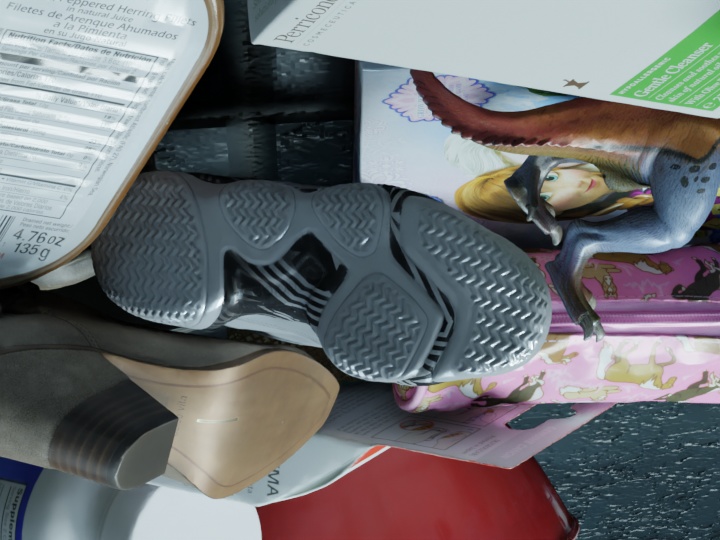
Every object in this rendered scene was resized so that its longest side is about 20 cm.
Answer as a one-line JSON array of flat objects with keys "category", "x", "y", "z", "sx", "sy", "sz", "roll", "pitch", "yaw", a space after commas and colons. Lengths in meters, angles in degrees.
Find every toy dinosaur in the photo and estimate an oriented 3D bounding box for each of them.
[{"category": "toy dinosaur", "x": 0.150, "y": -0.046, "z": 1.128, "sx": 0.181, "sy": 0.105, "sz": 0.200, "roll": -32, "pitch": 138, "yaw": 15}]

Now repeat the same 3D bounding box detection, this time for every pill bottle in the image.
[{"category": "pill bottle", "x": -0.141, "y": 0.127, "z": 1.477, "sx": 0.112, "sy": 0.113, "sz": 0.200, "roll": 16, "pitch": 173, "yaw": -40}]

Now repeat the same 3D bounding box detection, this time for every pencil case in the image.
[{"category": "pencil case", "x": 0.107, "y": 0.024, "z": 1.286, "sx": 0.199, "sy": 0.083, "sz": 0.087, "roll": 0, "pitch": 132, "yaw": -9}]

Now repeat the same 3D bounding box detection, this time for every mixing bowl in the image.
[{"category": "mixing bowl", "x": 0.002, "y": 0.113, "z": 1.508, "sx": 0.199, "sy": 0.109, "sz": 0.200, "roll": -19, "pitch": -174, "yaw": 2}]

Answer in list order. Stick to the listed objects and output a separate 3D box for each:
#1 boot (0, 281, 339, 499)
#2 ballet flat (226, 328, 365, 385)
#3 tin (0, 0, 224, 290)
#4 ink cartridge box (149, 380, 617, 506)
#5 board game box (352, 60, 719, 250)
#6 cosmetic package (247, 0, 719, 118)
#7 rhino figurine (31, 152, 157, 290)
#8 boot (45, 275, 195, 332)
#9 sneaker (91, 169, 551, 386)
[{"category": "boot", "x": -0.115, "y": 0.037, "z": 1.217, "sx": 0.146, "sy": 0.071, "sz": 0.200, "roll": 27, "pitch": -165, "yaw": 24}, {"category": "ballet flat", "x": 0.033, "y": 0.007, "z": 1.353, "sx": 0.199, "sy": 0.071, "sz": 0.065, "roll": -10, "pitch": 140, "yaw": -27}, {"category": "tin", "x": -0.126, "y": -0.066, "z": 1.109, "sx": 0.112, "sy": 0.042, "sz": 0.200, "roll": 5, "pitch": 136, "yaw": -35}, {"category": "ink cartridge box", "x": 0.016, "y": 0.071, "z": 1.355, "sx": 0.199, "sy": 0.057, "sz": 0.162, "roll": 14, "pitch": -159, "yaw": 28}, {"category": "board game box", "x": 0.095, "y": -0.063, "z": 1.233, "sx": 0.198, "sy": 0.041, "sz": 0.200, "roll": -4, "pitch": 157, "yaw": -1}, {"category": "cosmetic package", "x": 0.068, "y": -0.123, "z": 1.031, "sx": 0.199, "sy": 0.085, "sz": 0.108, "roll": 6, "pitch": 157, "yaw": -25}, {"category": "rhino figurine", "x": -0.136, "y": -0.047, "z": 1.210, "sx": 0.087, "sy": 0.060, "sz": 0.200, "roll": -8, "pitch": 156, "yaw": 3}, {"category": "boot", "x": -0.119, "y": 0.024, "z": 1.394, "sx": 0.199, "sy": 0.070, "sz": 0.174, "roll": -8, "pitch": 163, "yaw": 19}, {"category": "sneaker", "x": 0.000, "y": 0.000, "z": 1.180, "sx": 0.199, "sy": 0.076, "sz": 0.115, "roll": 10, "pitch": -176, "yaw": 27}]
